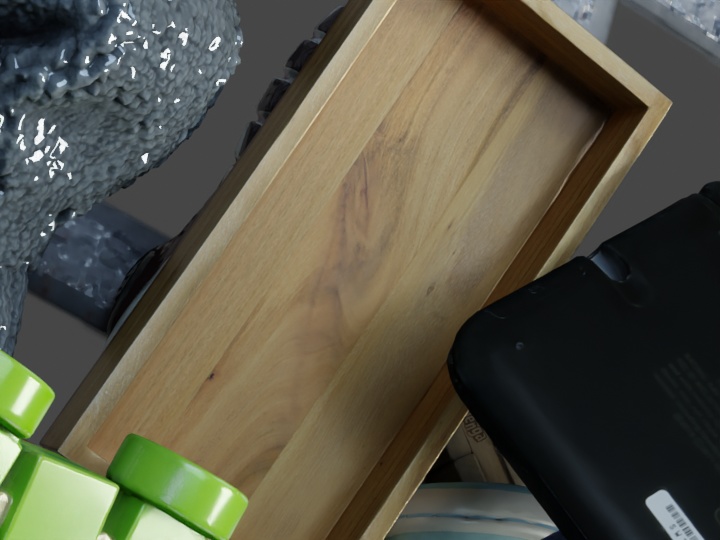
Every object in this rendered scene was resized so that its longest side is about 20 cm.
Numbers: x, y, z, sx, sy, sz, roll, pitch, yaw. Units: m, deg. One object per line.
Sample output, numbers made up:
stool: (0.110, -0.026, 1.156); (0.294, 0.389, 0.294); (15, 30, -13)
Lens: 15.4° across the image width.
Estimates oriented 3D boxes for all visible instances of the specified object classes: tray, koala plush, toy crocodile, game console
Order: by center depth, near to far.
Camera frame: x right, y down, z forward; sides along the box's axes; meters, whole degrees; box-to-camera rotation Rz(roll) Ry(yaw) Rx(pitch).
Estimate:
toy crocodile: (-0.095, 0.062, 0.708); (0.200, 0.062, 0.068); (35, 79, -41)
koala plush: (-0.140, -0.013, 0.781); (0.183, 0.177, 0.201); (12, 81, 5)
tray: (0.000, 0.000, 0.816); (0.098, 0.037, 0.201); (37, 79, -15)
game console: (0.133, 0.086, 0.818); (0.175, 0.117, 0.200); (-27, 69, -29)

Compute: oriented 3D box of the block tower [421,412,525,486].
block tower: (0.007, 0.068, 0.914); (0.199, 0.054, 0.058); (-18, 80, -35)

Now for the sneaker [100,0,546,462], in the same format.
sneaker: (-0.025, -0.025, 0.888); (0.076, 0.115, 0.200); (45, 78, -12)

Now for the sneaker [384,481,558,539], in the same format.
sneaker: (0.069, 0.156, 0.869); (0.200, 0.079, 0.131); (36, 56, -42)

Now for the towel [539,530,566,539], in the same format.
towel: (0.064, 0.172, 0.724); (0.144, 0.024, 0.201); (-23, 66, -27)
